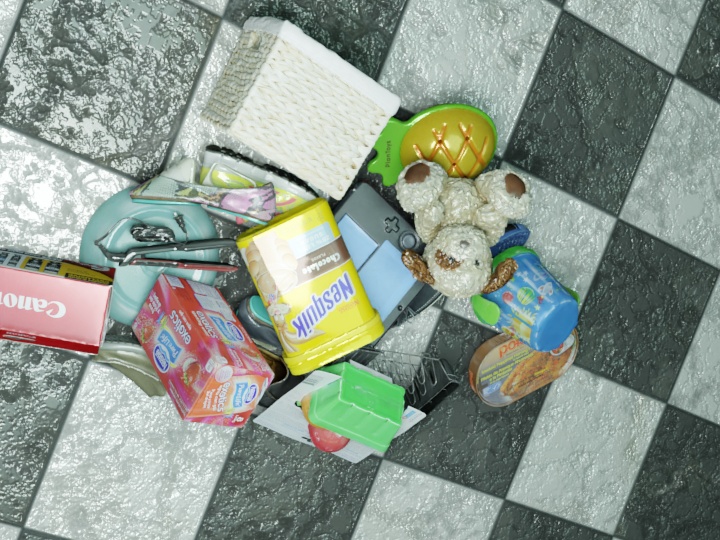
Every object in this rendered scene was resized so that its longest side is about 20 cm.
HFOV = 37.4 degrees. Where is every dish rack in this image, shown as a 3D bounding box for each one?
[{"bbox_3d":[0.031,0.173,1.578,0.197,0.055,0.154,13,135,-36],"label":"dish rack"}]

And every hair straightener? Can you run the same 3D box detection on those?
[{"bbox_3d":[-0.260,-0.042,1.442,0.196,0.041,0.079,3,99,-19],"label":"hair straightener"}]

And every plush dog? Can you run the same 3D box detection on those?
[{"bbox_3d":[0.136,-0.046,1.516,0.196,0.161,0.175,6,72,-6],"label":"plush dog"}]

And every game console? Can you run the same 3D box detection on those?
[{"bbox_3d":[0.000,0.000,1.541,0.177,0.031,0.201,43,82,-16],"label":"game console"}]

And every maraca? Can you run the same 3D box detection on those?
[{"bbox_3d":[0.106,-0.181,1.568,0.196,0.108,0.139,-7,126,-7],"label":"maraca"}]

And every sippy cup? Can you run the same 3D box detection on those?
[{"bbox_3d":[0.261,0.053,1.637,0.177,0.130,0.141,-35,137,-15],"label":"sippy cup"}]

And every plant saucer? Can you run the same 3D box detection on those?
[{"bbox_3d":[-0.286,-0.016,1.471,0.196,0.036,0.204,-4,101,-22],"label":"plant saucer"}]

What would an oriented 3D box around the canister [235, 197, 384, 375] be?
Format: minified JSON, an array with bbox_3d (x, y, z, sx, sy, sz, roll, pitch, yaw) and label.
[{"bbox_3d":[-0.071,0.020,1.465,0.146,0.087,0.203,-25,101,-3],"label":"canister"}]

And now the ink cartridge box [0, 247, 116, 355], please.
[{"bbox_3d":[-0.412,0.033,1.333,0.196,0.176,0.086,11,98,-13],"label":"ink cartridge box"}]

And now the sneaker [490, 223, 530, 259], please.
[{"bbox_3d":[0.178,-0.047,1.643,0.198,0.078,0.071,-18,144,-40],"label":"sneaker"}]

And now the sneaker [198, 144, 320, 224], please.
[{"bbox_3d":[-0.141,-0.103,1.501,0.197,0.078,0.092,20,100,-19],"label":"sneaker"}]

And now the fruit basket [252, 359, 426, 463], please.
[{"bbox_3d":[-0.032,0.206,1.520,0.183,0.200,0.095,25,56,-20],"label":"fruit basket"}]

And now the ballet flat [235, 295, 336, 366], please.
[{"bbox_3d":[-0.102,0.099,1.558,0.198,0.073,0.074,28,89,-28],"label":"ballet flat"}]

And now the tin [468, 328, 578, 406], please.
[{"bbox_3d":[0.262,0.141,1.721,0.197,0.042,0.114,-24,122,-17],"label":"tin"}]

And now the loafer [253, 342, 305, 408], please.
[{"bbox_3d":[-0.129,0.153,1.525,0.199,0.071,0.074,31,65,-44],"label":"loafer"}]

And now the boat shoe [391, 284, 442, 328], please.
[{"bbox_3d":[0.052,0.052,1.611,0.197,0.062,0.076,-24,106,-18],"label":"boat shoe"}]

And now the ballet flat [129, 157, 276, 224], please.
[{"bbox_3d":[-0.207,-0.111,1.423,0.196,0.069,0.073,9,95,0],"label":"ballet flat"}]

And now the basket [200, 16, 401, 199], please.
[{"bbox_3d":[-0.084,-0.220,1.432,0.198,0.198,0.163,28,93,-25],"label":"basket"}]

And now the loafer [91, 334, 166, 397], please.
[{"bbox_3d":[-0.286,0.143,1.479,0.197,0.075,0.071,20,88,-25],"label":"loafer"}]

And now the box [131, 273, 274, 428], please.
[{"bbox_3d":[-0.211,0.105,1.406,0.099,0.200,0.096,16,114,-43],"label":"box"}]
